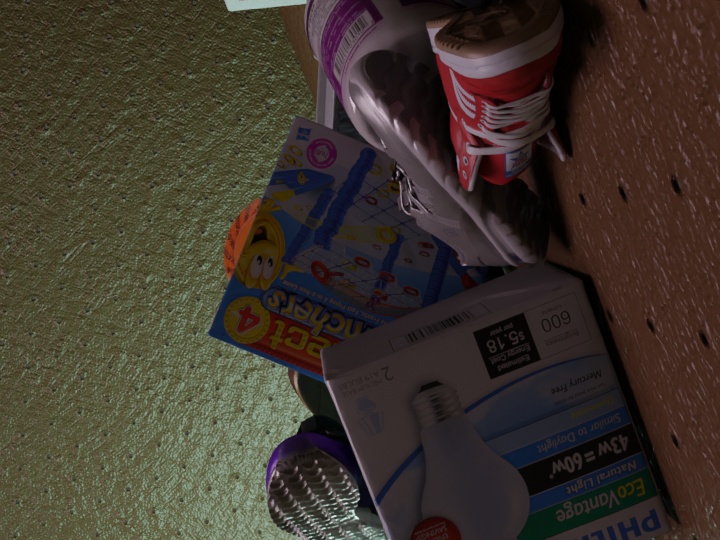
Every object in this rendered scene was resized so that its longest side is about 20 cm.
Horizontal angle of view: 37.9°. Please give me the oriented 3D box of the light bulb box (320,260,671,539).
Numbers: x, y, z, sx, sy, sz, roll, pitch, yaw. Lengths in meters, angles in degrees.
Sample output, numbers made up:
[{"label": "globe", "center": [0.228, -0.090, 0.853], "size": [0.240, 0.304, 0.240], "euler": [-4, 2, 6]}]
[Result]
[{"label": "light bulb box", "center": [0.096, 0.124, 0.790], "size": [0.125, 0.198, 0.200], "euler": [-111, -2, -82]}]

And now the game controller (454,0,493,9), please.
[{"label": "game controller", "center": [0.046, -0.219, 0.621], "size": [0.200, 0.042, 0.105], "euler": [-116, 14, -65]}]

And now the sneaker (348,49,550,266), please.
[{"label": "sneaker", "center": [0.048, -0.063, 0.727], "size": [0.200, 0.082, 0.075], "euler": [47, -138, -28]}]

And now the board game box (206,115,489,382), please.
[{"label": "board game box", "center": [0.000, 0.000, 0.881], "size": [0.056, 0.199, 0.196], "euler": [136, 156, -86]}]

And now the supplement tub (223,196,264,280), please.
[{"label": "supplement tub", "center": [-0.034, 0.000, 1.042], "size": [0.200, 0.122, 0.123], "euler": [23, -144, -50]}]

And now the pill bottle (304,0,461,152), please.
[{"label": "pill bottle", "center": [0.020, -0.181, 0.807], "size": [0.200, 0.112, 0.112], "euler": [-114, 3, -50]}]

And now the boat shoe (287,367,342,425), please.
[{"label": "boat shoe", "center": [0.001, 0.122, 0.980], "size": [0.200, 0.072, 0.067], "euler": [31, 174, -39]}]

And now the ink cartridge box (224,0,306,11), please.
[{"label": "ink cartridge box", "center": [-0.074, -0.335, 0.959], "size": [0.200, 0.145, 0.088], "euler": [74, -166, -69]}]

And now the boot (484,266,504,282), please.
[{"label": "boot", "center": [0.113, 0.031, 1.063], "size": [0.200, 0.073, 0.151], "euler": [83, 164, -66]}]

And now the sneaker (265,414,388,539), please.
[{"label": "sneaker", "center": [-0.034, 0.155, 0.829], "size": [0.200, 0.069, 0.100], "euler": [65, -174, -57]}]

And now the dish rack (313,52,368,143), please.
[{"label": "dish rack", "center": [-0.004, -0.148, 1.050], "size": [0.172, 0.043, 0.201], "euler": [27, -118, -63]}]

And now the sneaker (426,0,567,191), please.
[{"label": "sneaker", "center": [0.085, -0.095, 0.604], "size": [0.200, 0.071, 0.113], "euler": [-92, -14, -74]}]
